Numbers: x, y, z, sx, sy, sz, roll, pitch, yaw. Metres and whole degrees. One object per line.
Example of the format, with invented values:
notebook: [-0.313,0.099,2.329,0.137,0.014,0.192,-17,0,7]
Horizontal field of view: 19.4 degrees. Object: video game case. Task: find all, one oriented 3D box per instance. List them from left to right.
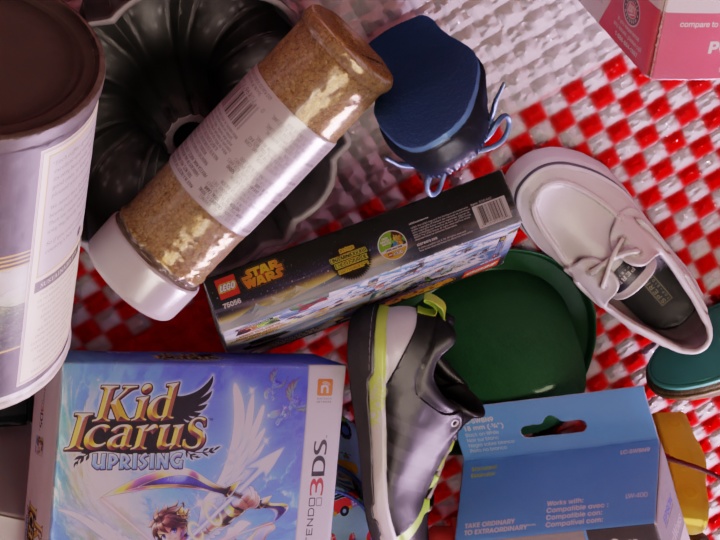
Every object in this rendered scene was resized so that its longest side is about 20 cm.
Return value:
video game case: [-0.110,0.143,1.315,0.199,0.045,0.182,2,96,-31]

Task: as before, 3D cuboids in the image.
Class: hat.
hat: [0.118,0.095,1.411,0.199,0.176,0.166,-26,125,-1]

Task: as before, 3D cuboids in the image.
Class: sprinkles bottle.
sprinkles bottle: [-0.070,-0.061,1.222,0.200,0.068,0.068,-45,124,13]

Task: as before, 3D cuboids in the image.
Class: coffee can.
coffee can: [-0.222,-0.041,1.155,0.146,0.147,0.201,-2,133,-17]

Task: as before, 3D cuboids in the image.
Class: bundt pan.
bundt pan: [-0.111,-0.097,1.275,0.201,0.076,0.203,-9,125,-14]

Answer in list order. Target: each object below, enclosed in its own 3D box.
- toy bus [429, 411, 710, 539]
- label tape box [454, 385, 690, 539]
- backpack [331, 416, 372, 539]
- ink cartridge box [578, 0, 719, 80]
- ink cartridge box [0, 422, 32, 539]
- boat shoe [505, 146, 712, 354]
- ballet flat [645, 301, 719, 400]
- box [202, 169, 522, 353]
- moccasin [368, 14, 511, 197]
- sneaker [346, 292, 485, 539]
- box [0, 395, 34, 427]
toy bus: [0.146,0.199,1.524,0.191,0.136,0.201,7,128,-7]
label tape box: [0.143,0.185,1.407,0.144,0.063,0.201,-9,116,24]
backpack: [-0.056,0.202,1.454,0.182,0.135,0.201,-10,124,-11]
ink cartridge box: [0.196,-0.234,1.244,0.082,0.147,0.201,-2,123,-18]
ink cartridge box: [-0.237,0.186,1.386,0.125,0.129,0.201,15,115,-26]
boat shoe: [0.174,-0.008,1.434,0.072,0.066,0.200,-39,125,8]
ballet flat: [0.299,0.038,1.518,0.200,0.068,0.072,-39,145,4]
box: [0.000,0.000,1.349,0.199,0.040,0.137,-20,170,-6]
moccasin: [0.052,-0.096,1.249,0.080,0.200,0.068,-25,113,9]
sneaker: [0.041,0.110,1.373,0.082,0.072,0.201,-4,119,7]
box: [-0.303,0.028,1.308,0.199,0.046,0.160,-3,120,-17]
